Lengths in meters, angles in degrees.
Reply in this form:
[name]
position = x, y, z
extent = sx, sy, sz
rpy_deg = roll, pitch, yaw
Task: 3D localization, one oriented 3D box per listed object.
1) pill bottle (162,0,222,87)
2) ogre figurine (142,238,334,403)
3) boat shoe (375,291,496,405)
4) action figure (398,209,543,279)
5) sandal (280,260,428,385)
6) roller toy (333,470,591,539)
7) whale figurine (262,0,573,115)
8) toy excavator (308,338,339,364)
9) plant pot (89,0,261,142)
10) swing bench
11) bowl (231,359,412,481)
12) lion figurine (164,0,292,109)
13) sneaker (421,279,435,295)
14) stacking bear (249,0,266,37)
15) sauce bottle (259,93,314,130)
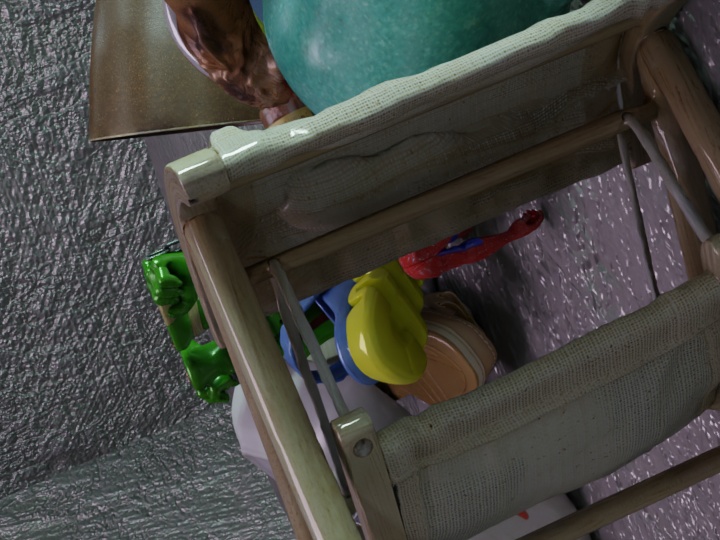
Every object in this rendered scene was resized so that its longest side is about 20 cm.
[pill bottle]
position = -0.068, -0.173, 0.895
extent = 0.200, 0.110, 0.113
rpy_deg = -104, -8, -85
[ogre figurine]
position = -0.074, 0.027, 0.916
extent = 0.098, 0.119, 0.201
rpy_deg = -120, 11, -46
[boat shoe]
position = 0.047, 0.046, 0.903
extent = 0.074, 0.069, 0.200
rpy_deg = 53, 163, -9
[action figure]
position = 0.060, -0.043, 0.721
extent = 0.066, 0.098, 0.200
rpy_deg = 65, -169, -4
[sandal]
position = 0.000, 0.000, 0.835
extent = 0.080, 0.086, 0.201
rpy_deg = 53, -149, -24
[roller toy]
position = 0.054, 0.200, 0.876
extent = 0.140, 0.198, 0.185
rpy_deg = -175, 74, -77
[whale figurine]
position = 0.017, -0.118, 0.513
extent = 0.200, 0.157, 0.105
rpy_deg = 81, -159, -68
[toy excavator]
position = -0.034, 0.082, 1.155
extent = 0.199, 0.193, 0.101
rpy_deg = -12, -105, -56
[plant pot]
position = -0.155, -0.222, 1.161
extent = 0.187, 0.185, 0.203
rpy_deg = -165, 68, -76
[swing bench]
position = 0.055, 0.021, 0.477
extent = 0.130, 0.197, 0.202
rpy_deg = 163, 85, -79
[bowl]
position = -0.005, 0.150, 1.026
extent = 0.199, 0.075, 0.199
rpy_deg = 42, 162, -25
[lion figurine]
position = -0.093, -0.169, 0.715
extent = 0.200, 0.072, 0.124
rpy_deg = 28, -131, -61
[sneaker]
position = -0.002, -0.044, 0.951
extent = 0.071, 0.079, 0.202
rpy_deg = -127, 20, -59
[stacking bear]
position = 0.000, -0.133, 0.705
extent = 0.201, 0.120, 0.114
rpy_deg = 70, 178, -51
[sauce bottle]
position = -0.017, -0.045, 1.049
extent = 0.066, 0.065, 0.202
rpy_deg = 127, 122, -77
